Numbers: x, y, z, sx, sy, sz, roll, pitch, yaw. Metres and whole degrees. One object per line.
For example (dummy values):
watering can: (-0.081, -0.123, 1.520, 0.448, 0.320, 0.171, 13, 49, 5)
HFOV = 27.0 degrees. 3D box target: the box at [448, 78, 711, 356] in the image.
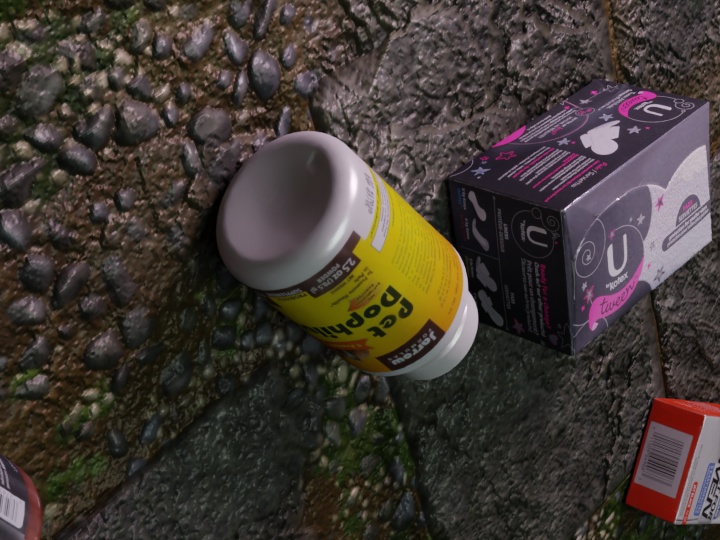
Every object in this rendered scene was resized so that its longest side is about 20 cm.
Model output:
box: (0.179, -0.045, 1.176, 0.199, 0.114, 0.133, -33, 127, -35)

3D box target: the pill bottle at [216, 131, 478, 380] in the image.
pill bottle: (0.000, 0.000, 0.998, 0.200, 0.109, 0.110, 39, 75, -48)

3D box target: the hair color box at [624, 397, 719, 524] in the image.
hair color box: (0.353, 0.193, 1.505, 0.199, 0.064, 0.112, 9, 97, -50)

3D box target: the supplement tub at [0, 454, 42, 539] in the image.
supplement tub: (-0.259, 0.106, 0.755, 0.108, 0.106, 0.200, -58, 138, -14)
